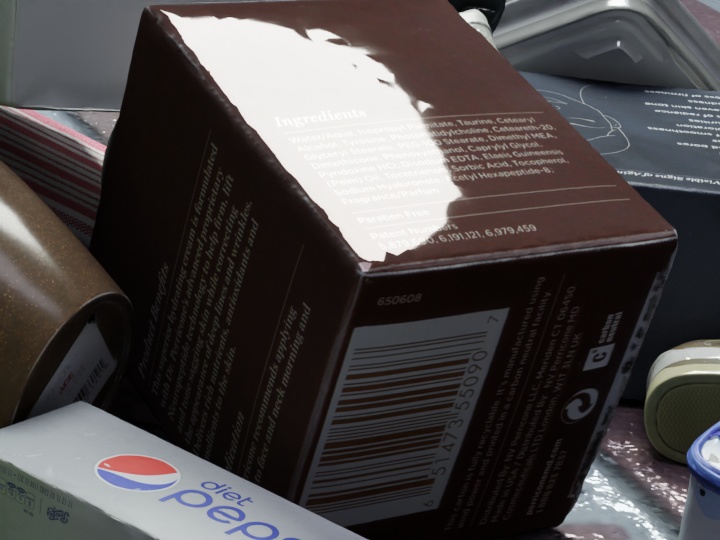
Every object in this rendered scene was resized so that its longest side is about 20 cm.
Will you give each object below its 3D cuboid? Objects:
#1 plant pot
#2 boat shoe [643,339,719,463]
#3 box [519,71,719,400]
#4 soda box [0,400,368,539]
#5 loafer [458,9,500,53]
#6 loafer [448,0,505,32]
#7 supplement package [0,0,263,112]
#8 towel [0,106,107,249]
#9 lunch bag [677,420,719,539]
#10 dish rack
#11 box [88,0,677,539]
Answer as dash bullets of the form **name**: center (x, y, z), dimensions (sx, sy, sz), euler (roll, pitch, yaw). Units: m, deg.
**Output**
- **plant pot**: center (-0.202, 0.008, 0.927), dimensions (0.199, 0.188, 0.187), euler (26, 25, 17)
- **boat shoe**: center (0.241, 0.064, 1.066), dimensions (0.199, 0.075, 0.068), euler (10, 25, 7)
- **box**: center (0.132, -0.023, 1.188), dimensions (0.199, 0.125, 0.197), euler (6, 19, -4)
- **soda box**: center (-0.061, 0.118, 0.817), dimensions (0.199, 0.064, 0.068), euler (21, 23, 32)
- **loafer**: center (-0.017, -0.077, 1.108), dimensions (0.199, 0.070, 0.070), euler (-16, -33, 21)
- **loafer**: center (0.009, -0.088, 1.168), dimensions (0.073, 0.200, 0.072), euler (47, 10, 9)
- **supplement package**: center (-0.141, -0.157, 1.046), dimensions (0.191, 0.148, 0.199), euler (-2, 10, -42)
- **towel**: center (-0.156, -0.042, 1.113), dimensions (0.146, 0.030, 0.200), euler (26, 11, -27)
- **lunch bag**: center (0.244, 0.114, 0.935), dimensions (0.199, 0.076, 0.160), euler (20, 25, 32)
- **dish rack**: center (0.122, -0.100, 1.320), dimensions (0.199, 0.044, 0.172), euler (-18, -38, 30)
- **box**: center (0.000, 0.000, 0.949), dimensions (0.164, 0.166, 0.200), euler (-7, 41, -32)
